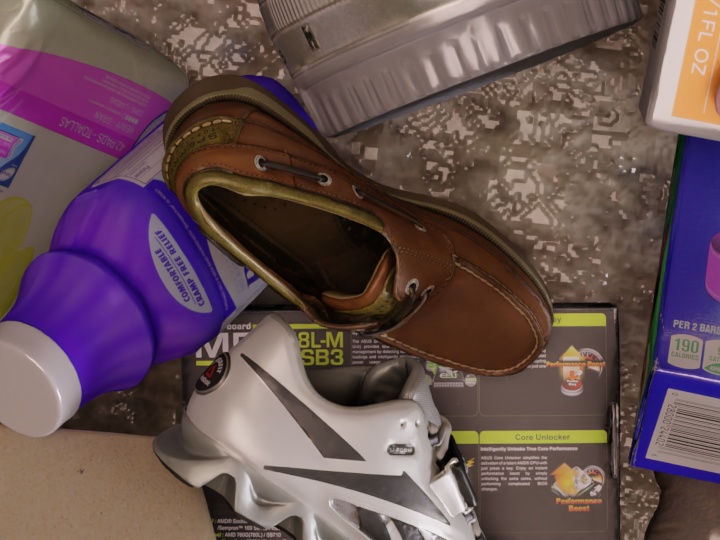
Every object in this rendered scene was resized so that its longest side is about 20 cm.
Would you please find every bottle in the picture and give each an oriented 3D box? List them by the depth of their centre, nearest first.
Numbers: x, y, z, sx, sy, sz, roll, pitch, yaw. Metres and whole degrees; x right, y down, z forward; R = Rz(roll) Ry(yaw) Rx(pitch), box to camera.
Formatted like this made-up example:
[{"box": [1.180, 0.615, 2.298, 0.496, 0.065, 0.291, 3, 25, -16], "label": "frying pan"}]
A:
[{"box": [-0.087, -0.005, 0.980, 0.065, 0.200, 0.084, -15, 111, 42], "label": "bottle"}]

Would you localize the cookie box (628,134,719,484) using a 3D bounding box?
[{"box": [0.209, -0.002, 0.967, 0.171, 0.075, 0.200, 11, 53, 3], "label": "cookie box"}]

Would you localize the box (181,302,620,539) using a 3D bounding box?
[{"box": [0.019, 0.111, 1.051, 0.199, 0.048, 0.194, -1, 90, 4], "label": "box"}]

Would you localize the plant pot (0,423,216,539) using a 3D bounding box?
[{"box": [-0.156, 0.160, 0.979, 0.199, 0.200, 0.178, 6, 76, -18], "label": "plant pot"}]

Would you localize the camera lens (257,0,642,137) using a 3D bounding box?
[{"box": [0.018, -0.174, 0.979, 0.160, 0.160, 0.201, -21, 91, 4], "label": "camera lens"}]

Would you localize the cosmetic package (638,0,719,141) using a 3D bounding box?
[{"box": [0.217, -0.089, 0.911, 0.199, 0.071, 0.102, 10, 100, 3], "label": "cosmetic package"}]

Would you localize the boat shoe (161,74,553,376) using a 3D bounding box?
[{"box": [0.000, 0.000, 0.957, 0.200, 0.068, 0.072, 29, 117, -24], "label": "boat shoe"}]

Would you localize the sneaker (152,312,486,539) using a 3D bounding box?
[{"box": [0.018, 0.087, 0.959, 0.200, 0.074, 0.089, 33, 93, -31], "label": "sneaker"}]

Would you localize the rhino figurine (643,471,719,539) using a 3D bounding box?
[{"box": [0.156, 0.095, 1.019, 0.060, 0.087, 0.201, 6, 93, 3], "label": "rhino figurine"}]

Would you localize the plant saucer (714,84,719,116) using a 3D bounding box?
[{"box": [0.266, -0.080, 0.854, 0.199, 0.037, 0.200, 38, 101, -3], "label": "plant saucer"}]

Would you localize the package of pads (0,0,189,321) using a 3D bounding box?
[{"box": [-0.168, -0.027, 1.002, 0.068, 0.154, 0.200, 30, 93, 24], "label": "package of pads"}]
